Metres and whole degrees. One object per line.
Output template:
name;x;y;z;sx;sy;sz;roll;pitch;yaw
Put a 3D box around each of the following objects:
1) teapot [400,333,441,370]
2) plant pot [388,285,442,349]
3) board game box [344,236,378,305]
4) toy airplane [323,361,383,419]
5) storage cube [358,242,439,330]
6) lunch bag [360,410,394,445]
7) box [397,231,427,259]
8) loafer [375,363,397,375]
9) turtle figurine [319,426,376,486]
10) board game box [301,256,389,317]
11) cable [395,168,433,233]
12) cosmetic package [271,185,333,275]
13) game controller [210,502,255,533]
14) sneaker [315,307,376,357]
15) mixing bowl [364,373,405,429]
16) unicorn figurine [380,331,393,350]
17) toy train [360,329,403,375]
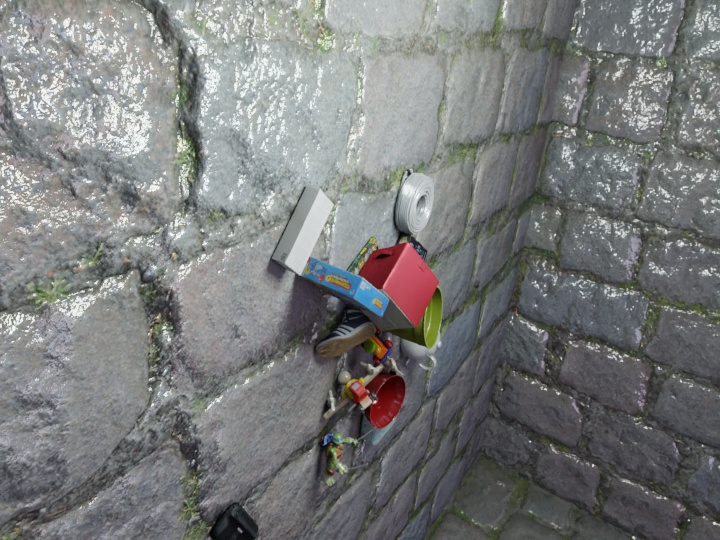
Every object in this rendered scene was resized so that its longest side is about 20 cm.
teapot;0.260;0.280;2.174;0.202;0.143;0.200;-64;151;-11
plant pot;0.157;0.142;1.793;0.199;0.188;0.207;-27;121;-61
board game box;0.000;0.000;1.679;0.201;0.023;0.106;-54;149;-30
toy airplane;-0.023;0.393;1.777;0.199;0.142;0.199;-42;176;30
storage cube;0.102;0.054;1.618;0.201;0.169;0.182;48;56;-24
lunch bag;0.080;0.571;2.096;0.198;0.075;0.165;-26;128;-52
box;0.161;-0.011;1.928;0.198;0.049;0.205;29;81;-61
loafer;0.111;0.404;2.066;0.073;0.062;0.200;-64;151;-14
turtle figurine;-0.051;0.636;1.807;0.194;0.146;0.197;8;127;-19
board game box;-0.045;0.044;1.445;0.057;0.192;0.200;-64;150;-8
cable;0.188;-0.227;1.827;0.198;0.068;0.206;9;98;-61
cosmetic package;-0.142;-0.099;1.338;0.204;0.050;0.082;-65;149;-11
game controller;-0.344;0.718;1.484;0.104;0.042;0.203;-39;140;-23
sneaker;-0.060;0.186;1.649;0.195;0.109;0.071;-22;134;-17
mixing bowl;0.065;0.455;1.953;0.197;0.107;0.206;-22;122;-41
unicorn figurine;0.083;0.250;1.916;0.136;0.072;0.206;3;104;-60
toy train;0.055;0.260;1.753;0.085;0.200;0.115;-51;143;8
